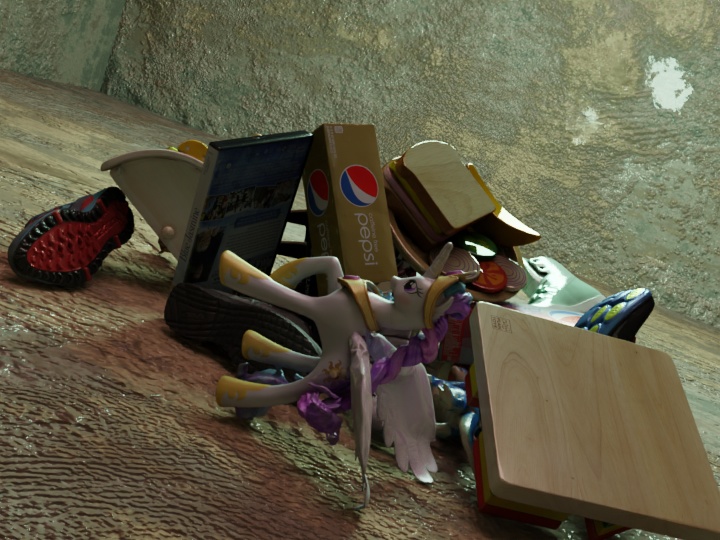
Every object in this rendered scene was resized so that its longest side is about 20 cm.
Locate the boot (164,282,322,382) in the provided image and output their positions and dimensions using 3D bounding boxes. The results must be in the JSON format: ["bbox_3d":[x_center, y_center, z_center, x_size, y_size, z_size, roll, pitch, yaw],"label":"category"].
[{"bbox_3d":[-0.082,0.064,0.928,0.200,0.070,0.132,30,8,31],"label":"boot"}]

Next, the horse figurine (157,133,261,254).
[{"bbox_3d":[-0.179,-0.102,1.236,0.200,0.133,0.050,-13,9,-11],"label":"horse figurine"}]

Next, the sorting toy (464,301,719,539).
[{"bbox_3d":[0.184,0.140,0.804,0.199,0.070,0.200,15,38,-12],"label":"sorting toy"}]

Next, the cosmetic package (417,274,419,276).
[{"bbox_3d":[0.019,0.022,1.344,0.101,0.071,0.200,27,11,40],"label":"cosmetic package"}]

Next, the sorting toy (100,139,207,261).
[{"bbox_3d":[-0.199,-0.074,1.119,0.200,0.107,0.180,54,-6,-13],"label":"sorting toy"}]

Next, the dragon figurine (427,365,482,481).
[{"bbox_3d":[0.102,0.135,0.896,0.099,0.059,0.200,15,9,-24],"label":"dragon figurine"}]

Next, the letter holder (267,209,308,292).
[{"bbox_3d":[-0.082,-0.026,1.175,0.142,0.101,0.200,13,-5,-29],"label":"letter holder"}]

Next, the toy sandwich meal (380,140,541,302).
[{"bbox_3d":[0.110,-0.056,1.041,0.205,0.070,0.205,22,40,-20],"label":"toy sandwich meal"}]

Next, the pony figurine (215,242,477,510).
[{"bbox_3d":[-0.010,0.073,0.736,0.200,0.193,0.167,2,0,19],"label":"pony figurine"}]

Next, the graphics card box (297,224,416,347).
[{"bbox_3d":[0.000,0.000,1.060,0.125,0.200,0.051,16,-19,-27],"label":"graphics card box"}]

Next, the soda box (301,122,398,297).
[{"bbox_3d":[-0.012,-0.050,0.995,0.064,0.200,0.068,-4,-11,-30],"label":"soda box"}]

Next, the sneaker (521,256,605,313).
[{"bbox_3d":[0.212,0.039,1.178,0.200,0.074,0.118,-10,44,-46],"label":"sneaker"}]

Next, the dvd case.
[{"bbox_3d":[-0.125,-0.048,0.978,0.018,0.200,0.143,34,30,26],"label":"dvd case"}]

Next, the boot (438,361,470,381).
[{"bbox_3d":[0.169,0.121,1.085,0.107,0.075,0.200,19,9,32],"label":"boot"}]

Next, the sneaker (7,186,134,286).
[{"bbox_3d":[-0.320,-0.026,1.008,0.095,0.079,0.200,-14,13,18],"label":"sneaker"}]

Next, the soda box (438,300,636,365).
[{"bbox_3d":[0.187,0.074,1.018,0.200,0.063,0.070,9,14,7],"label":"soda box"}]

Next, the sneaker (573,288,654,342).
[{"bbox_3d":[0.238,0.108,0.937,0.083,0.200,0.071,29,-10,-11],"label":"sneaker"}]

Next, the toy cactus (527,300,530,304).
[{"bbox_3d":[0.211,0.110,1.212,0.200,0.102,0.165,36,27,34],"label":"toy cactus"}]

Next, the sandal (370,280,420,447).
[{"bbox_3d":[0.022,0.085,0.885,0.080,0.057,0.201,-2,46,6],"label":"sandal"}]
